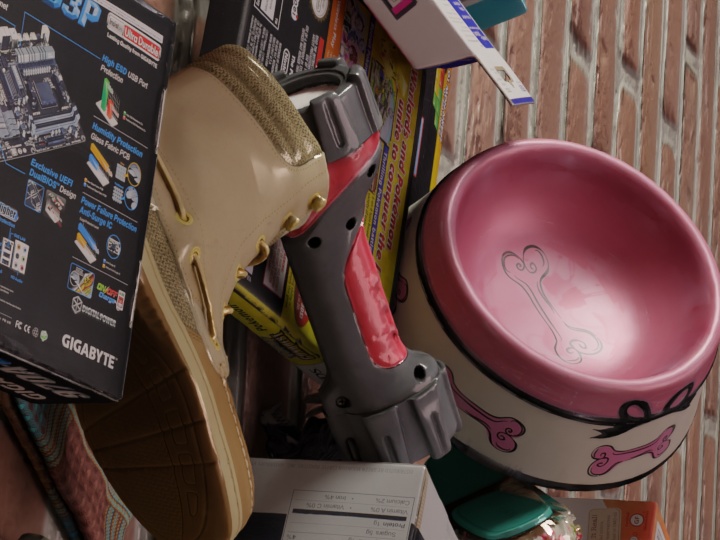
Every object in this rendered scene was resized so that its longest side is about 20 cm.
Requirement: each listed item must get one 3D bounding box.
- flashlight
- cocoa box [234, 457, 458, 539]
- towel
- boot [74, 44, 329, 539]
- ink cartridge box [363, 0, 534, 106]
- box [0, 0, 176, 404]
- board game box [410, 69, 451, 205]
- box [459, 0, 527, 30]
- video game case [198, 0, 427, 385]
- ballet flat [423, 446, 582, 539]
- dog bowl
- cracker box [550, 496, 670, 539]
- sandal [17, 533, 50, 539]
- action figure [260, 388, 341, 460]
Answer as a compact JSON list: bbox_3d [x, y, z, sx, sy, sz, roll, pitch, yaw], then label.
[{"bbox_3d":[0.000,0.000,1.202,0.068,0.067,0.201,-48,125,-47],"label":"flashlight"},{"bbox_3d":[-0.017,0.201,1.255,0.200,0.132,0.132,68,28,-51],"label":"cocoa box"},{"bbox_3d":[-0.109,0.020,1.141,0.147,0.022,0.201,70,27,-46],"label":"towel"},{"bbox_3d":[-0.065,0.008,1.089,0.155,0.073,0.201,-28,97,-52],"label":"boot"},{"bbox_3d":[0.016,-0.158,1.309,0.200,0.037,0.095,51,11,3],"label":"ink cartridge box"},{"bbox_3d":[-0.148,-0.052,0.908,0.200,0.046,0.160,30,63,-55],"label":"box"},{"bbox_3d":[0.000,-0.090,1.421,0.165,0.056,0.201,55,39,-63],"label":"board game box"},{"bbox_3d":[0.055,-0.213,1.477,0.200,0.049,0.083,-94,161,-63],"label":"box"},{"bbox_3d":[-0.028,-0.058,1.255,0.181,0.025,0.201,41,51,-51],"label":"video game case"},{"bbox_3d":[0.074,0.144,1.344,0.200,0.075,0.064,-129,-165,-77],"label":"ballet flat"},{"bbox_3d":[0.107,0.015,1.340,0.074,0.199,0.201,120,-10,-48],"label":"dog bowl"},{"bbox_3d":[0.068,0.197,1.411,0.058,0.199,0.135,62,33,-54],"label":"cracker box"},{"bbox_3d":[-0.117,0.189,1.064,0.080,0.057,0.202,-69,154,-47],"label":"sandal"},{"bbox_3d":[0.004,0.071,1.373,0.199,0.102,0.119,-28,147,-31],"label":"action figure"}]
